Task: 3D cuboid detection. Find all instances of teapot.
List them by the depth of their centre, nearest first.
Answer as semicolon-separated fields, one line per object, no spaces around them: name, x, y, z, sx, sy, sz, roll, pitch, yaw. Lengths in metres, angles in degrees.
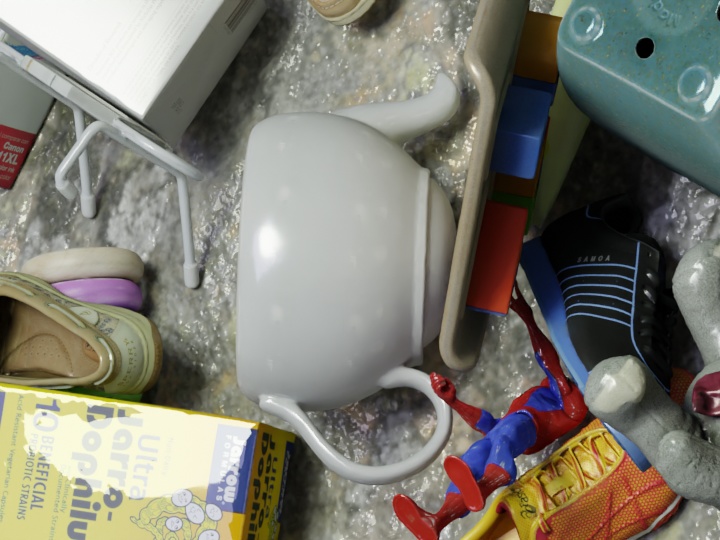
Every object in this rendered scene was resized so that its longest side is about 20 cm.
teapot;0.000;0.000;1.677;0.145;0.198;0.201;4;114;1

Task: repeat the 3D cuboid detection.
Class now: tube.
tube;0.130;-0.126;1.665;0.052;0.058;0.201;22;96;19

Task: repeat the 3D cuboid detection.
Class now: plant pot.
plant pot;0.221;-0.132;1.504;0.196;0.199;0.197;33;101;37

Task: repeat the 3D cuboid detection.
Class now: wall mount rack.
wall mount rack;-0.176;-0.072;1.816;0.200;0.174;0.075;34;89;37

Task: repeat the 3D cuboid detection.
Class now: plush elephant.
plush elephant;0.245;0.076;1.468;0.154;0.165;0.201;-28;95;43

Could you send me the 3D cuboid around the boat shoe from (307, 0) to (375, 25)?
boat shoe;-0.045;-0.251;1.792;0.074;0.069;0.201;-35;58;25

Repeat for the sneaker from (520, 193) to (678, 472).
sneaker;0.152;0.029;1.574;0.078;0.070;0.201;-32;41;9

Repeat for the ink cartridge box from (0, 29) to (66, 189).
ink cartridge box;-0.277;-0.183;1.964;0.145;0.083;0.201;35;101;35

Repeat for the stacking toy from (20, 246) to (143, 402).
stacking toy;-0.182;0.089;1.841;0.085;0.085;0.202;-13;78;34

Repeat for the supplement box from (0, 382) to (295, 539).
supplement box;-0.154;0.139;1.739;0.198;0.110;0.110;7;84;12

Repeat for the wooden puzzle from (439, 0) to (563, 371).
wooden puzzle;0.085;-0.069;1.550;0.046;0.186;0.201;8;123;7

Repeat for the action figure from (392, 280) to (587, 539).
action figure;0.070;0.077;1.570;0.065;0.200;0.099;-36;85;29

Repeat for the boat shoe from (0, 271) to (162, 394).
boat shoe;-0.224;0.041;1.790;0.199;0.063;0.074;6;94;33

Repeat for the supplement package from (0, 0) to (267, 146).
supplement package;-0.180;-0.194;1.810;0.199;0.121;0.120;34;89;8

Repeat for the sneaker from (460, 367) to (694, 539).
sneaker;0.127;0.135;1.592;0.200;0.077;0.073;-48;55;9
